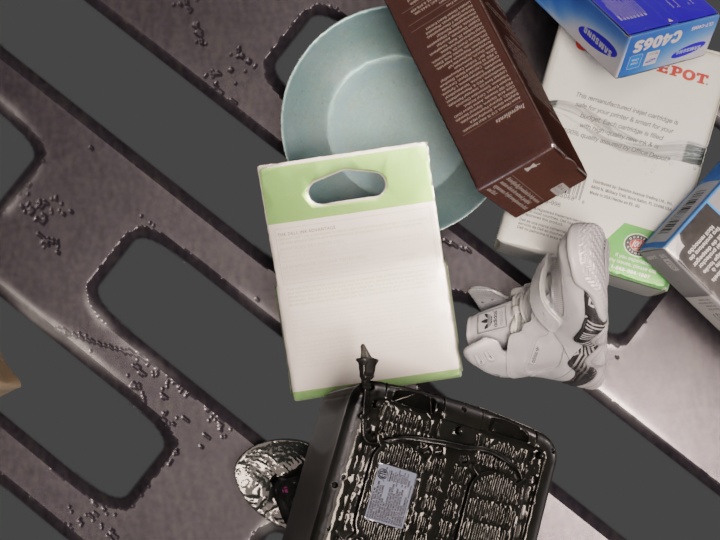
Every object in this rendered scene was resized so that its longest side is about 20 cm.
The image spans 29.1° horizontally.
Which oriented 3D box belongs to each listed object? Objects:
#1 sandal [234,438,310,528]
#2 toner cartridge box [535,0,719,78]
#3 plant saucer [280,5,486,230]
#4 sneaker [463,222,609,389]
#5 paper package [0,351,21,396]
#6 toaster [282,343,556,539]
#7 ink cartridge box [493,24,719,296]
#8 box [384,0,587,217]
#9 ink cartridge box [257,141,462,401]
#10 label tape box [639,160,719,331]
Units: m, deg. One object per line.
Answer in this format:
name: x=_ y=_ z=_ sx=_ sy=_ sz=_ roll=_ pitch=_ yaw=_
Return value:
sandal: x=-0.015 y=0.206 z=1.156 sx=0.200 sy=0.048 sz=0.075 roll=33 pitch=88 yaw=4
toner cartridge box: x=0.189 y=-0.239 z=1.127 sx=0.095 sy=0.043 sz=0.200 roll=-18 pitch=51 yaw=-25
plant saucer: x=0.032 y=-0.125 z=1.189 sx=0.201 sy=0.039 sz=0.201 roll=0 pitch=84 yaw=2
sneaker: x=0.139 y=0.032 z=1.101 sx=0.115 sy=0.200 sz=0.075 roll=1 pitch=57 yaw=9
paper package: x=-0.402 y=0.094 z=1.113 sx=0.200 sy=0.191 sz=0.104 roll=-28 pitch=85 yaw=-1
toaster: x=0.043 y=0.182 z=1.092 sx=0.181 sy=0.119 sz=0.200 roll=18 pitch=79 yaw=-14
ink cartridge box: x=0.208 y=-0.095 z=1.155 sx=0.146 sy=0.083 sz=0.200 roll=17 pitch=86 yaw=5
box: x=0.096 y=-0.150 z=1.092 sx=0.075 sy=0.100 sz=0.200 roll=-31 pitch=68 yaw=15
ink cartridge box: x=0.000 y=0.000 z=1.151 sx=0.145 sy=0.048 sz=0.200 roll=-8 pitch=99 yaw=2
label tape box: x=0.342 y=0.000 z=1.085 sx=0.200 sy=0.066 sz=0.143 roll=43 pitch=83 yaw=-2
